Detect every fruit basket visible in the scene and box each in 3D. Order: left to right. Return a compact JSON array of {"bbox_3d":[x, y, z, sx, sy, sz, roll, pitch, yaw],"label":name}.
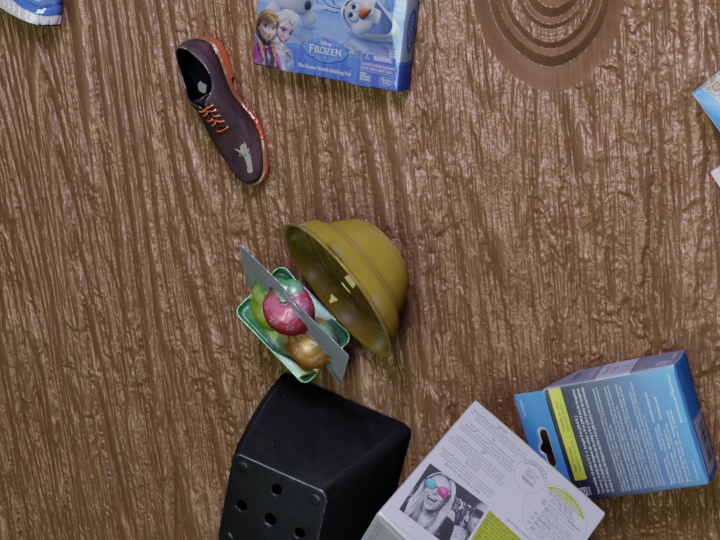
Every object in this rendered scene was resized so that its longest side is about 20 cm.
[{"bbox_3d":[-0.077,0.055,1.453,0.185,0.094,0.200,45,162,9],"label":"fruit basket"}]

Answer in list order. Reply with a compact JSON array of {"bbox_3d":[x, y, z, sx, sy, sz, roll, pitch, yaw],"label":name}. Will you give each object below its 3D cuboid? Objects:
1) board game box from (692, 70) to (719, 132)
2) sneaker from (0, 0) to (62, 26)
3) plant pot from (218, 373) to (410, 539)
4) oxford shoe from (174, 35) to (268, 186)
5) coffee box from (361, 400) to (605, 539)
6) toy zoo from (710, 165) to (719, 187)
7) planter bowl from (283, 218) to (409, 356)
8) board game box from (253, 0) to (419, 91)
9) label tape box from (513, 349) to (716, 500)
[{"bbox_3d":[0.458,-0.180,1.174,0.200,0.064,0.148,-41,69,28],"label":"board game box"},{"bbox_3d":[-0.479,-0.401,1.584,0.198,0.079,0.090,23,106,9],"label":"sneaker"},{"bbox_3d":[-0.074,0.283,1.515,0.198,0.177,0.202,20,113,18],"label":"plant pot"},{"bbox_3d":[-0.181,-0.196,1.490,0.071,0.072,0.202,-24,93,28],"label":"oxford shoe"},{"bbox_3d":[0.129,0.318,1.379,0.199,0.198,0.200,39,147,11],"label":"coffee box"},{"bbox_3d":[0.485,-0.102,1.226,0.199,0.020,0.132,-33,88,29],"label":"toy zoo"},{"bbox_3d":[0.000,0.000,1.429,0.083,0.201,0.201,-39,84,-16],"label":"planter bowl"},{"bbox_3d":[-0.027,-0.329,1.396,0.198,0.043,0.202,14,108,22],"label":"board game box"},{"bbox_3d":[0.296,0.185,1.374,0.198,0.066,0.145,-14,97,31],"label":"label tape box"}]
